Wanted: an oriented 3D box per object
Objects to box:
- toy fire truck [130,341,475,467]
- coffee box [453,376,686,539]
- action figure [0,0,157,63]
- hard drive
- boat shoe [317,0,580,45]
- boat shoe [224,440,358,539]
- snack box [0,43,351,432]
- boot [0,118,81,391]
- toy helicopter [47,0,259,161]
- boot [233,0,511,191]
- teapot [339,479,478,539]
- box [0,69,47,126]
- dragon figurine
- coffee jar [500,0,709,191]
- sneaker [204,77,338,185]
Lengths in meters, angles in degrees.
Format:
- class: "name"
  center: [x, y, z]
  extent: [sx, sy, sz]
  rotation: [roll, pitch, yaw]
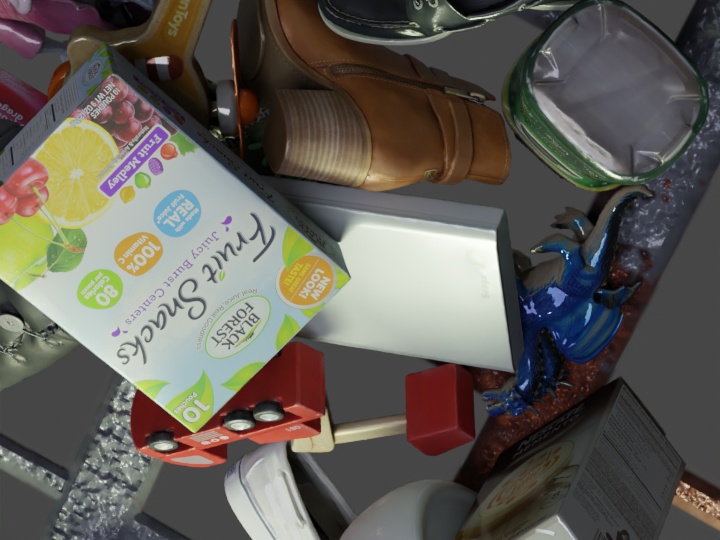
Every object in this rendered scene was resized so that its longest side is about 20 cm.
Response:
- class: "toy fire truck"
  center: [-0.039, 0.096, 1.552]
  extent: [0.199, 0.141, 0.049]
  rotation: [-18, 61, 32]
- class: "coffee box"
  center: [0.127, 0.165, 1.479]
  extent: [0.114, 0.200, 0.080]
  rotation: [-35, 98, 26]
- class: "action figure"
  center: [-0.216, -0.180, 1.488]
  extent: [0.199, 0.148, 0.135]
  rotation: [3, 107, 44]
- class: "hard drive"
  center: [0.000, 0.000, 1.469]
  extent: [0.199, 0.026, 0.132]
  rotation: [9, 139, 19]
- class: "boat shoe"
  center: [0.062, -0.179, 1.380]
  extent: [0.198, 0.066, 0.075]
  rotation: [0, 80, 18]
- class: "boat shoe"
  center: [-0.014, 0.205, 1.617]
  extent: [0.065, 0.074, 0.200]
  rotation: [-35, 98, 31]
- class: "snack box"
  center: [-0.125, -0.017, 1.388]
  extent: [0.142, 0.053, 0.200]
  rotation: [-43, 115, 12]
- class: "boot"
  center: [-0.241, -0.003, 1.499]
  extent: [0.199, 0.066, 0.165]
  rotation: [-19, 115, 49]
- class: "toy helicopter"
  center: [-0.109, -0.127, 1.394]
  extent: [0.131, 0.079, 0.201]
  rotation: [20, 124, -11]
- class: "boot"
  center: [0.007, -0.128, 1.463]
  extent: [0.154, 0.201, 0.077]
  rotation: [3, 131, -21]
- class: "teapot"
  center: [0.040, 0.247, 1.536]
  extent: [0.146, 0.197, 0.200]
  rotation: [-36, 92, 25]
- class: "box"
  center: [-0.192, -0.031, 1.556]
  extent: [0.199, 0.096, 0.100]
  rotation: [31, 141, 5]
- class: "dragon figurine"
  center: [0.142, 0.018, 1.494]
  extent: [0.200, 0.059, 0.100]
  rotation: [-38, 98, 32]
- class: "coffee jar"
  center: [0.140, -0.101, 1.375]
  extent: [0.104, 0.200, 0.085]
  rotation: [43, 89, -2]
- class: "sneaker"
  center: [-0.063, -0.073, 1.505]
  extent: [0.199, 0.077, 0.089]
  rotation: [26, 143, 7]
